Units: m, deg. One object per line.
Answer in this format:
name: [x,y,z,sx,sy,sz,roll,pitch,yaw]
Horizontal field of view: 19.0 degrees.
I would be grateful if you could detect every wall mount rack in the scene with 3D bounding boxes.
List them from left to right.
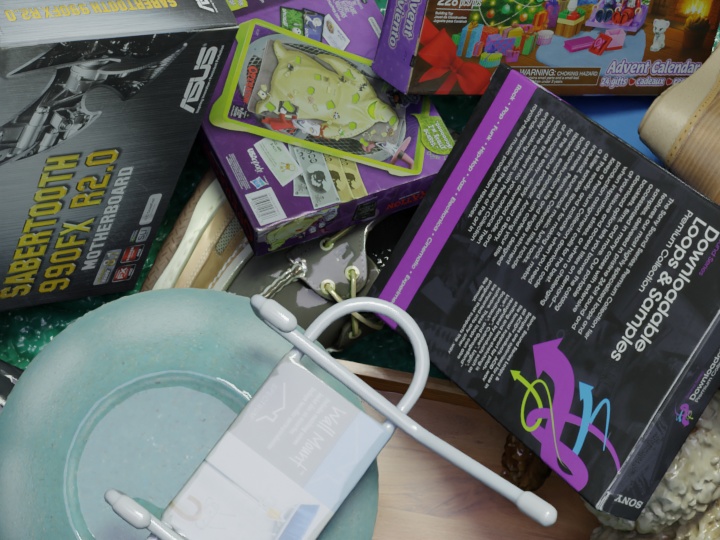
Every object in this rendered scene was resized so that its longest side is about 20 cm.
wall mount rack: [-0.016,0.112,1.003,0.173,0.075,0.200,37,83,3]

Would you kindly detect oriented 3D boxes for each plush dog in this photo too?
plush dog: [0.162,0.101,1.048,0.160,0.200,0.172,-37,98,-50]

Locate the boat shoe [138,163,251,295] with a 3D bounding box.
boat shoe: [-0.055,-0.028,1.153,0.076,0.072,0.201,30,76,-5]

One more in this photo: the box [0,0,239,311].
box: [-0.163,-0.059,1.063,0.158,0.200,0.048,-10,54,-34]

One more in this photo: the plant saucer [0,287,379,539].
plant saucer: [-0.091,0.105,1.063,0.200,0.039,0.202,0,81,3]

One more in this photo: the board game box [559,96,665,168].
board game box: [0.155,-0.035,1.140,0.157,0.039,0.200,14,36,9]

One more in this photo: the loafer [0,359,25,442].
loafer: [-0.217,0.070,1.121,0.200,0.068,0.071,28,67,2]

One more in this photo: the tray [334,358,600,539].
tray: [0.069,0.115,1.133,0.199,0.037,0.099,11,76,2]

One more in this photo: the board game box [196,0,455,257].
board game box: [-0.039,-0.107,1.133,0.120,0.032,0.201,-20,60,-12]

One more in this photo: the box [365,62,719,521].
box: [0.098,0.006,1.022,0.200,0.036,0.143,42,105,46]

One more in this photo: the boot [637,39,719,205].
boot: [0.246,-0.060,1.120,0.166,0.073,0.200,35,38,13]

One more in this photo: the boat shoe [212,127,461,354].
boat shoe: [-0.001,-0.002,1.128,0.201,0.072,0.060,-39,35,-18]

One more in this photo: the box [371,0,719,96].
box: [0.109,-0.160,1.120,0.199,0.039,0.137,-3,117,-33]
